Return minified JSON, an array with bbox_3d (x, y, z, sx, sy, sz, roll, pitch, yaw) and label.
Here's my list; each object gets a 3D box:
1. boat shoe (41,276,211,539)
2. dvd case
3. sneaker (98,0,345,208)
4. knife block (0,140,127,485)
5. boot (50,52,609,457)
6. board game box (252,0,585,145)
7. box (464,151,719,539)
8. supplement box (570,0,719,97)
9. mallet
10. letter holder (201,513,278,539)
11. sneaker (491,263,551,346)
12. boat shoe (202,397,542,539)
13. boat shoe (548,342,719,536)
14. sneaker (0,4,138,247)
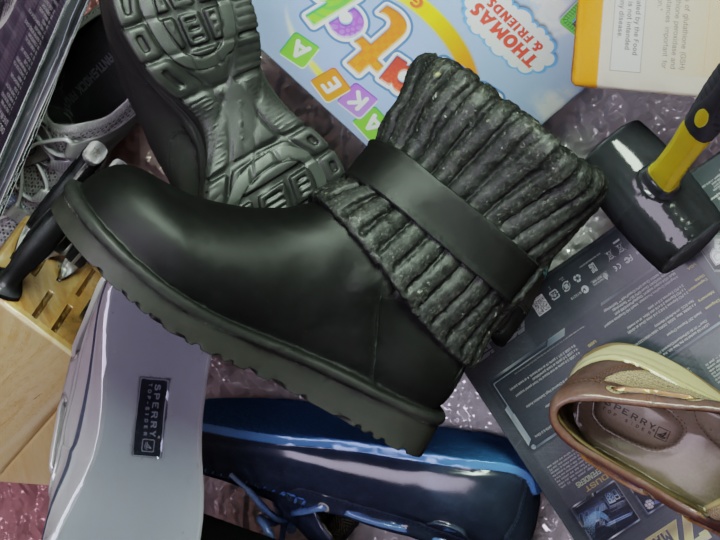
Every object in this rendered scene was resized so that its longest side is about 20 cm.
[{"bbox_3d":[-0.106,0.085,1.361,0.073,0.065,0.201,14,91,-17],"label":"boat shoe"},{"bbox_3d":[-0.167,-0.130,1.447,0.016,0.149,0.201,17,108,-28],"label":"dvd case"},{"bbox_3d":[-0.064,-0.063,1.365,0.076,0.091,0.201,-23,101,-17],"label":"sneaker"},{"bbox_3d":[-0.172,0.019,1.459,0.199,0.064,0.176,2,124,21],"label":"knife block"},{"bbox_3d":[-0.012,-0.032,1.289,0.211,0.079,0.158,29,99,-21],"label":"boot"},{"bbox_3d":[0.055,-0.141,1.366,0.151,0.037,0.200,41,115,-19],"label":"board game box"},{"bbox_3d":[0.164,0.044,1.378,0.200,0.051,0.158,-36,83,21],"label":"box"},{"bbox_3d":[0.195,-0.142,1.288,0.199,0.074,0.127,6,119,6],"label":"supplement box"},{"bbox_3d":[0.148,-0.050,1.258,0.041,0.200,0.066,-36,88,-19],"label":"mallet"},{"bbox_3d":[-0.038,0.216,1.424,0.199,0.101,0.143,18,138,16],"label":"letter holder"},{"bbox_3d":[0.000,0.000,1.397,0.199,0.075,0.080,-5,60,35],"label":"sneaker"},{"bbox_3d":[-0.014,0.107,1.439,0.199,0.084,0.069,10,105,21],"label":"boat shoe"},{"bbox_3d":[0.175,0.094,1.314,0.199,0.072,0.072,27,106,13],"label":"boat shoe"},{"bbox_3d":[-0.155,-0.075,1.466,0.075,0.082,0.200,45,110,10],"label":"sneaker"}]
